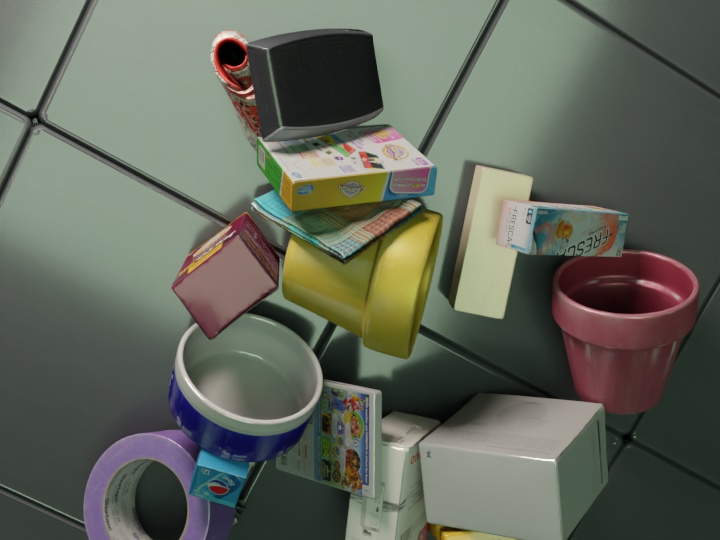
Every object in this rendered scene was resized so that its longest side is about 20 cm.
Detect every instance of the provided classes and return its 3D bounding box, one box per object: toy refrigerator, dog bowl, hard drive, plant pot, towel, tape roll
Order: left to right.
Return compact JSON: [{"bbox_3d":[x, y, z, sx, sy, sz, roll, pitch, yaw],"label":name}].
[{"bbox_3d":[-0.280,0.328,1.289,0.196,0.085,0.204,-2,83,18],"label":"tape roll"},{"bbox_3d":[-0.154,0.153,1.229,0.197,0.202,0.080,17,126,-9],"label":"dog bowl"},{"bbox_3d":[-0.052,-0.246,1.203,0.198,0.042,0.138,-19,105,-40],"label":"hard drive"},{"bbox_3d":[-0.033,-0.086,1.202,0.146,0.199,0.022,-35,133,-26],"label":"towel"},{"bbox_3d":[0.000,0.000,1.246,0.185,0.201,0.205,13,101,8],"label":"plant pot"},{"bbox_3d":[0.183,-0.041,1.311,0.074,0.070,0.204,10,99,-4],"label":"toy refrigerator"},{"bbox_3d":[0.369,0.092,1.303,0.196,0.201,0.182,-7,118,-4],"label":"plant pot"}]

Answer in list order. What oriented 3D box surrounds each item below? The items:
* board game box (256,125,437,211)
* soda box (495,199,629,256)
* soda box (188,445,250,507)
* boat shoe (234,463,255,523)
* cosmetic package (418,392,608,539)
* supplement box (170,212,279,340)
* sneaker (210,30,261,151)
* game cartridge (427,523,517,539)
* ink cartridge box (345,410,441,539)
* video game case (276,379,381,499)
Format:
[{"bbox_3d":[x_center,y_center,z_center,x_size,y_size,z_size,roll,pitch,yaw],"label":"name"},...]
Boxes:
[{"bbox_3d":[-0.020,-0.137,1.200,0.197,0.153,0.041,-8,121,-21],"label":"board game box"},{"bbox_3d":[0.281,-0.057,1.271,0.197,0.068,0.065,0,103,-37],"label":"soda box"},{"bbox_3d":[-0.178,0.216,1.258,0.067,0.201,0.065,17,126,-9],"label":"soda box"},{"bbox_3d":[-0.202,0.346,1.354,0.067,0.072,0.203,22,92,-8],"label":"boat shoe"},{"bbox_3d":[0.214,0.266,1.268,0.196,0.199,0.125,1,103,33],"label":"cosmetic package"},{"bbox_3d":[-0.173,0.001,1.215,0.110,0.200,0.086,-36,102,3],"label":"supplement box"},{"bbox_3d":[-0.140,-0.220,1.221,0.066,0.108,0.204,-26,103,1],"label":"sneaker"},{"bbox_3d":[0.192,0.367,1.328,0.173,0.200,0.033,-8,84,-3],"label":"game cartridge"},{"bbox_3d":[0.047,0.321,1.325,0.081,0.146,0.204,11,101,23],"label":"ink cartridge box"},{"bbox_3d":[-0.048,0.226,1.287,0.018,0.198,0.146,-4,96,-46],"label":"video game case"}]
